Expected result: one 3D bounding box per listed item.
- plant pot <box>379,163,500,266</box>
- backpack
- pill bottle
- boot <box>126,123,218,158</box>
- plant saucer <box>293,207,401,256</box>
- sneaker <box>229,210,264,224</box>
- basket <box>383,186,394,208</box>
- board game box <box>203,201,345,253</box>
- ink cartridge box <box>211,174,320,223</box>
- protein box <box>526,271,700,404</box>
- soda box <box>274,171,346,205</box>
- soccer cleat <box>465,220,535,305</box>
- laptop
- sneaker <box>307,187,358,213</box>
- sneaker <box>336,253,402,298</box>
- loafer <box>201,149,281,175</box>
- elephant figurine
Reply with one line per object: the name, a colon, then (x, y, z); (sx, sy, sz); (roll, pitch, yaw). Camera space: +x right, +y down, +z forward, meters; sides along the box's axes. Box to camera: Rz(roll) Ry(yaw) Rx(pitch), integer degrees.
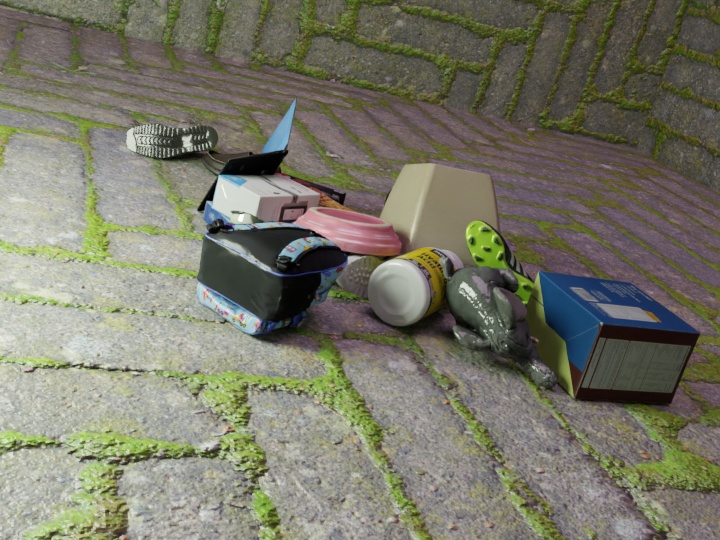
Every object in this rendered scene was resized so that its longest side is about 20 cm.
plant pot: (0.154, -0.109, 1.757); (0.199, 0.178, 0.200); (9, 1, -20)
backpack: (-0.127, 0.001, 1.384); (0.182, 0.135, 0.200); (27, 23, 29)
pill bottle: (0.103, 0.020, 1.548); (0.111, 0.112, 0.200); (24, 21, 22)
boot: (-0.427, -0.287, 2.060); (0.199, 0.078, 0.138); (1, 2, -12)
plant saucer: (-0.021, -0.073, 1.620); (0.200, 0.051, 0.201); (12, 11, -2)
sneaker: (-0.154, -0.022, 1.533); (0.200, 0.089, 0.077); (32, -7, -28)
basket: (0.160, -0.114, 1.931); (0.199, 0.136, 0.180); (3, 10, -22)
board game box: (-0.160, -0.069, 1.684); (0.199, 0.043, 0.200); (1, 24, -35)
ink cartridge box: (-0.159, -0.129, 1.680); (0.116, 0.068, 0.200); (29, 22, 34)
protein box: (0.404, 0.109, 1.505); (0.199, 0.135, 0.199); (7, 21, -24)
soda box: (-0.136, -0.153, 1.884); (0.200, 0.071, 0.063); (19, 21, 9)
soccer cleat: (0.260, -0.008, 1.664); (0.200, 0.067, 0.081); (52, 11, -2)
laptop: (-0.217, -0.221, 1.744); (0.200, 0.187, 0.116); (-15, 72, -34)
sneaker: (-0.042, -0.092, 1.789); (0.200, 0.073, 0.077); (43, -8, 23)
sneaker: (0.000, 0.000, 1.599); (0.080, 0.077, 0.200); (18, 11, 26)
loafer: (-0.255, -0.233, 2.009); (0.200, 0.072, 0.073); (20, 20, 11)
elephant figurine: (0.218, 0.082, 1.444); (0.155, 0.142, 0.200); (-4, 32, -10)
